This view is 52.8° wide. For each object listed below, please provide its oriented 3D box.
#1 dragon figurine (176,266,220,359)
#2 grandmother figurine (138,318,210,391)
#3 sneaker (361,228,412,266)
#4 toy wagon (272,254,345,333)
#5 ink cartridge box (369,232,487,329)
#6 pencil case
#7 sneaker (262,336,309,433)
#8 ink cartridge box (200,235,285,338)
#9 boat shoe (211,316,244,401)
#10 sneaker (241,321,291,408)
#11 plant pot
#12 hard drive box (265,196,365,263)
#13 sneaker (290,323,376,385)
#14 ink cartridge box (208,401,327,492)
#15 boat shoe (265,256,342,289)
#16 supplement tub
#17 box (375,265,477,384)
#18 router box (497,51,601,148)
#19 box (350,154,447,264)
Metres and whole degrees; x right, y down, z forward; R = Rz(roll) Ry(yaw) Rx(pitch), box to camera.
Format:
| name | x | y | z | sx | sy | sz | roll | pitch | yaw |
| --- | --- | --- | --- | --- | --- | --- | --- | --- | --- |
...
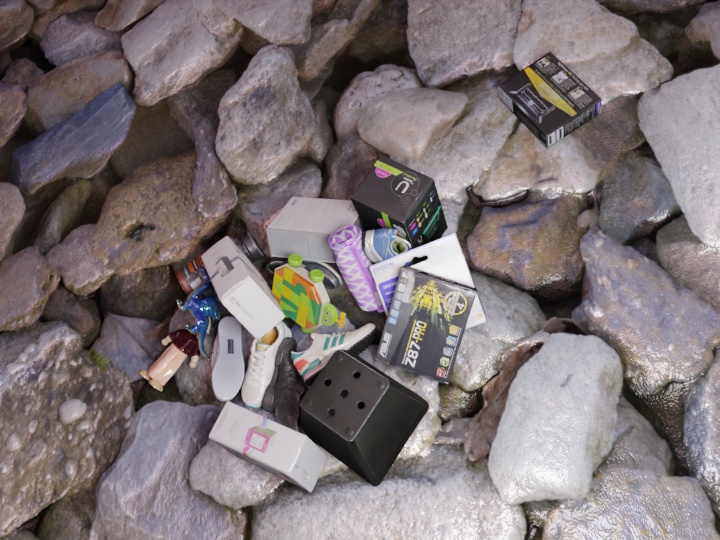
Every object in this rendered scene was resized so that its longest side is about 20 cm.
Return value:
| name | x | y | z | sx | sy | sz | roll | pitch | yaw |
| --- | --- | --- | --- | --- | --- | --- | --- | --- | --- |
| dragon figurine | -0.349 | 0.093 | 1.633 | 0.098 | 0.059 | 0.202 | -21 | 88 | -4 |
| grandmother figurine | -0.416 | 0.182 | 1.677 | 0.121 | 0.061 | 0.201 | 34 | 79 | 20 |
| sneaker | 0.080 | -0.016 | 1.542 | 0.076 | 0.200 | 0.077 | -15 | 49 | 28 |
| toy wagon | -0.116 | 0.064 | 1.593 | 0.199 | 0.157 | 0.039 | 34 | 40 | 29 |
| ink cartridge box | 0.141 | 0.046 | 1.517 | 0.196 | 0.043 | 0.202 | -20 | 100 | 6 |
| pencil case | 0.000 | 0.000 | 1.562 | 0.083 | 0.201 | 0.086 | -28 | 30 | 1 |
| sneaker | -0.143 | 0.249 | 1.557 | 0.103 | 0.060 | 0.202 | 10 | 71 | 22 |
| ink cartridge box | -0.259 | 0.035 | 1.588 | 0.084 | 0.146 | 0.200 | -37 | 36 | 1 |
| boat shoe | -0.297 | 0.205 | 1.624 | 0.073 | 0.066 | 0.202 | 12 | 54 | -15 |
| sneaker | -0.217 | 0.200 | 1.591 | 0.075 | 0.081 | 0.202 | 9 | 67 | 19 |
| plant pot | -0.008 | 0.272 | 1.432 | 0.199 | 0.178 | 0.200 | 29 | 75 | 27 |
| hard drive box | -0.095 | -0.096 | 1.674 | 0.197 | 0.078 | 0.156 | 7 | 36 | 20 |
| sneaker | -0.059 | 0.155 | 1.552 | 0.199 | 0.071 | 0.094 | -34 | 66 | -17 |
| ink cartridge box | -0.182 | 0.356 | 1.460 | 0.198 | 0.145 | 0.085 | 19 | 68 | 25 |
| boat shoe | -0.132 | 0.007 | 1.661 | 0.198 | 0.076 | 0.062 | 23 | 51 | 28 |
| supplement tub | -0.330 | -0.008 | 1.721 | 0.199 | 0.107 | 0.107 | -35 | 59 | -3 |
| box | 0.133 | 0.109 | 1.476 | 0.159 | 0.049 | 0.203 | 19 | 101 | 10 |
| router box | 0.446 | -0.407 | 1.719 | 0.156 | 0.052 | 0.201 | -32 | 58 | -2 |
| box | 0.089 | -0.127 | 1.597 | 0.147 | 0.200 | 0.125 | 27 | 73 | 28 |
